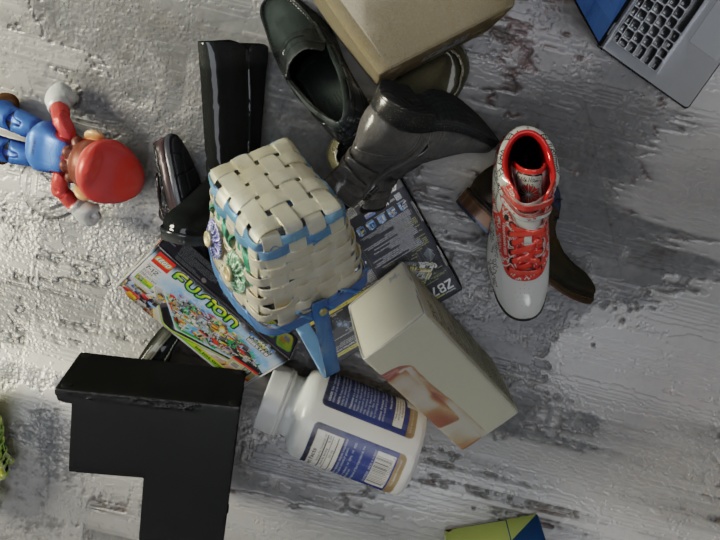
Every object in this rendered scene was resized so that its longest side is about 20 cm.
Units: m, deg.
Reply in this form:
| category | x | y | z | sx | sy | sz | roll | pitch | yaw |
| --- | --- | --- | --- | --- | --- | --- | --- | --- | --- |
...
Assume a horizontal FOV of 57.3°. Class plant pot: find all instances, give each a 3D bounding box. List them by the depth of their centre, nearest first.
| category | x | y | z | sx | sy | sz | roll | pitch | yaw |
| --- | --- | --- | --- | --- | --- | --- | --- | --- | --- |
| plant pot | 0.039 | -0.290 | 0.620 | 0.197 | 0.200 | 0.180 | -24 | 99 | 5 |

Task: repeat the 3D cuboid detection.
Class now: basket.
| category | x | y | z | sx | sy | sz | roll | pitch | yaw |
| --- | --- | --- | --- | --- | --- | --- | --- | --- | --- |
| basket | -0.075 | -0.011 | 0.655 | 0.137 | 0.177 | 0.202 | -28 | 139 | -15 |

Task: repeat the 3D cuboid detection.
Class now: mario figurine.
| category | x | y | z | sx | sy | sz | roll | pitch | yaw |
| --- | --- | --- | --- | --- | --- | --- | --- | --- | --- |
| mario figurine | -0.339 | -0.135 | 0.774 | 0.196 | 0.107 | 0.125 | 22 | 142 | 8 |

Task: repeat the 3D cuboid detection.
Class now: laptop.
| category | x | y | z | sx | sy | sz | roll | pitch | yaw |
| --- | --- | --- | --- | --- | --- | --- | --- | --- | --- |
| laptop | 0.330 | -0.297 | 0.658 | 0.198 | 0.116 | 0.189 | 32 | 105 | -6 |

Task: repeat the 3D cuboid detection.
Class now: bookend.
| category | x | y | z | sx | sy | sz | roll | pitch | yaw |
| --- | --- | --- | --- | --- | --- | --- | --- | --- | --- |
| bookend | -0.244 | 0.217 | 0.770 | 0.194 | 0.092 | 0.205 | 7 | 106 | -9 |

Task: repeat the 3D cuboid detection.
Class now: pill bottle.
| category | x | y | z | sx | sy | sz | roll | pitch | yaw |
| --- | --- | --- | --- | --- | --- | --- | --- | --- | --- |
| pill bottle | -0.026 | 0.189 | 0.812 | 0.196 | 0.111 | 0.113 | 22 | 105 | -3 |

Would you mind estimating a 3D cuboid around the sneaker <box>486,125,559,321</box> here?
| category | x | y | z | sx | sy | sz | roll | pitch | yaw |
| --- | --- | --- | --- | --- | --- | --- | --- | --- | --- |
| sneaker | 0.165 | -0.045 | 0.676 | 0.066 | 0.108 | 0.207 | 0 | 93 | 8 |

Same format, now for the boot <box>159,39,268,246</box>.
| category | x | y | z | sx | sy | sz | roll | pitch | yaw |
| --- | --- | --- | --- | --- | --- | --- | --- | --- | --- |
| boot | -0.155 | -0.141 | 0.704 | 0.064 | 0.165 | 0.205 | 12 | 108 | 13 |

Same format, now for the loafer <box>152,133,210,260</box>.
| category | x | y | z | sx | sy | sz | roll | pitch | yaw |
| --- | --- | --- | --- | --- | --- | --- | --- | --- | --- |
| loafer | -0.214 | -0.055 | 0.780 | 0.062 | 0.072 | 0.204 | -12 | 107 | 11 |

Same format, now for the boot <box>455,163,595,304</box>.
| category | x | y | z | sx | sy | sz | roll | pitch | yaw |
| --- | --- | --- | --- | --- | --- | --- | --- | --- | --- |
| boot | 0.214 | -0.052 | 0.753 | 0.199 | 0.075 | 0.097 | 38 | 107 | -5 |

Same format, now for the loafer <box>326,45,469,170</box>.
| category | x | y | z | sx | sy | sz | roll | pitch | yaw |
| --- | --- | --- | --- | --- | --- | --- | --- | --- | --- |
| loafer | 0.042 | -0.172 | 0.731 | 0.200 | 0.070 | 0.075 | -43 | 99 | 13 |

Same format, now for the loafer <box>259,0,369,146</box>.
| category | x | y | z | sx | sy | sz | roll | pitch | yaw |
| --- | --- | --- | --- | --- | --- | --- | --- | --- | --- |
| loafer | -0.052 | -0.221 | 0.693 | 0.068 | 0.070 | 0.203 | -36 | 73 | 16 |

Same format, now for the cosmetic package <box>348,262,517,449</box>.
| category | x | y | z | sx | sy | sz | roll | pitch | yaw |
| --- | --- | --- | --- | --- | --- | --- | --- | --- | --- |
| cosmetic package | 0.083 | 0.101 | 0.754 | 0.087 | 0.104 | 0.200 | -36 | 121 | 13 |

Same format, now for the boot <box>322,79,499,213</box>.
| category | x | y | z | sx | sy | sz | roll | pitch | yaw |
| --- | --- | --- | --- | --- | --- | --- | --- | --- | --- |
| boot | 0.052 | -0.123 | 0.703 | 0.132 | 0.197 | 0.070 | -55 | 52 | 31 |

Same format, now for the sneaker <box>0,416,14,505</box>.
| category | x | y | z | sx | sy | sz | roll | pitch | yaw |
| --- | --- | --- | --- | --- | --- | --- | --- | --- | --- |
| sneaker | -0.499 | 0.236 | 0.878 | 0.075 | 0.076 | 0.203 | 18 | 116 | -9 |

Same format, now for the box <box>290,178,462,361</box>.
| category | x | y | z | sx | sy | sz | roll | pitch | yaw |
| --- | --- | --- | --- | --- | --- | --- | --- | --- | --- |
| box | 0.000 | 0.000 | 0.792 | 0.198 | 0.049 | 0.163 | -31 | 99 | 10 |

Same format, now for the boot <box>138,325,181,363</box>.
| category | x | y | z | sx | sy | sz | roll | pitch | yaw |
| --- | --- | --- | --- | --- | --- | --- | --- | --- | --- |
| boot | -0.235 | 0.181 | 0.846 | 0.152 | 0.074 | 0.206 | 30 | 105 | -10 |

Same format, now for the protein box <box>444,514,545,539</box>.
| category | x | y | z | sx | sy | sz | roll | pitch | yaw |
| --- | --- | --- | --- | --- | --- | --- | --- | --- | --- |
| protein box | 0.193 | 0.464 | 0.828 | 0.132 | 0.199 | 0.204 | -11 | 105 | 6 |

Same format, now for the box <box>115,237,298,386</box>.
| category | x | y | z | sx | sy | sz | roll | pitch | yaw |
| --- | --- | --- | --- | --- | --- | --- | --- | --- | --- |
| box | -0.180 | 0.050 | 0.778 | 0.200 | 0.035 | 0.109 | 43 | 130 | -18 |
